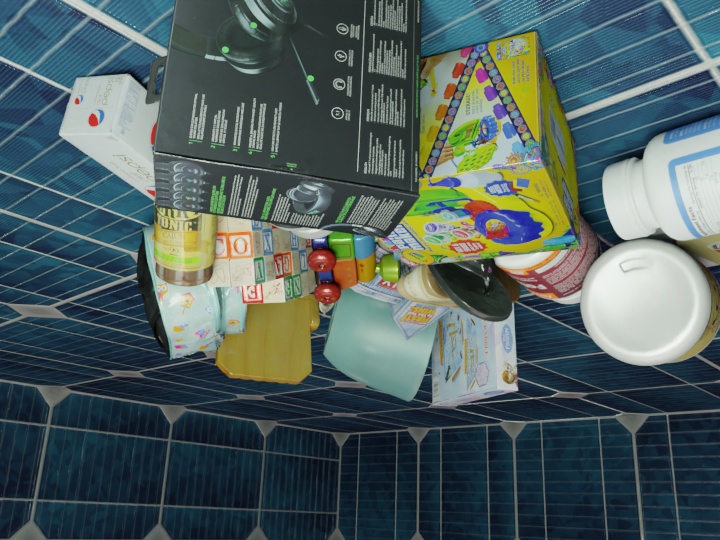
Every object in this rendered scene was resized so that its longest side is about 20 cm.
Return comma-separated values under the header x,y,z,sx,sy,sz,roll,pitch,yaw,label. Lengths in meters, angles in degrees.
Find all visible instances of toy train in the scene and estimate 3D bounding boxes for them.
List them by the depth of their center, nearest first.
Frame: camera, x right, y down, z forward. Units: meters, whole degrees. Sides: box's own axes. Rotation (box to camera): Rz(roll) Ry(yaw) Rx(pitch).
x,y,z,sx,sy,sz,roll,pitch,yaw,label
0.000,0.000,0.871,0.114,0.086,0.201,-1,146,3,toy train

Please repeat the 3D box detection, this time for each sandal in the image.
x,y,z,sx,sy,sz,roll,pitch,yaw,label
0.106,-0.029,0.797,0.075,0.202,0.048,-16,151,-33,sandal

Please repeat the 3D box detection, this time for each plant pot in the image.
x,y,z,sx,sy,sz,roll,pitch,yaw,label
0.028,0.097,1.158,0.159,0.203,0.201,15,160,-4,plant pot

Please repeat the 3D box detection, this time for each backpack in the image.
x,y,z,sx,sy,sz,roll,pitch,yaw,label
-0.238,0.018,0.987,0.151,0.178,0.200,-13,161,-8,backpack

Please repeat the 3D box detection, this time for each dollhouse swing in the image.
x,y,z,sx,sy,sz,roll,pitch,yaw,label
-0.190,0.126,1.278,0.197,0.179,0.182,9,160,-22,dollhouse swing

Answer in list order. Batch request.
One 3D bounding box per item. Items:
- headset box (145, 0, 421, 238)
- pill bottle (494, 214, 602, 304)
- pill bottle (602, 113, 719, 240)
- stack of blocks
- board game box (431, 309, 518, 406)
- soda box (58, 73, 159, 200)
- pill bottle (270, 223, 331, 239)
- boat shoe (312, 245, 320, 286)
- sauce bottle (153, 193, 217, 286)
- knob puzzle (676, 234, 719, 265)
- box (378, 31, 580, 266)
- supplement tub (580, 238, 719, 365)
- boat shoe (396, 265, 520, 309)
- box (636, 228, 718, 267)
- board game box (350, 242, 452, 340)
x,y,z,sx,sy,sz,roll,pitch,yaw,label
-0.060,-0.131,0.530,0.197,0.177,0.093,6,160,-14,headset box
0.232,-0.030,0.874,0.113,0.116,0.199,-10,157,32,pill bottle
0.349,-0.093,0.687,0.198,0.114,0.111,-14,155,41,pill bottle
-0.114,-0.020,0.838,0.058,0.117,0.200,-3,-176,14,stack of blocks
0.181,0.110,1.153,0.041,0.203,0.199,9,161,-22,board game box
-0.214,-0.122,0.734,0.067,0.065,0.200,3,162,22,soda box
-0.071,-0.107,0.699,0.109,0.112,0.200,-2,161,12,pill bottle
-0.034,-0.029,0.994,0.065,0.075,0.200,-11,161,-8,boat shoe
-0.170,-0.085,0.686,0.064,0.203,0.065,6,-155,-3,sauce bottle
0.500,-0.048,0.800,0.216,0.031,0.220,5,159,2,knob puzzle
0.099,-0.101,0.679,0.190,0.124,0.200,-6,159,26,box
0.369,0.043,0.873,0.144,0.148,0.199,-10,170,32,supplement tub
0.129,0.013,0.887,0.198,0.072,0.064,6,161,-42,boat shoe
0.476,-0.055,0.889,0.198,0.042,0.155,-13,154,40,box
0.077,0.006,0.958,0.198,0.062,0.200,16,129,-35,board game box
